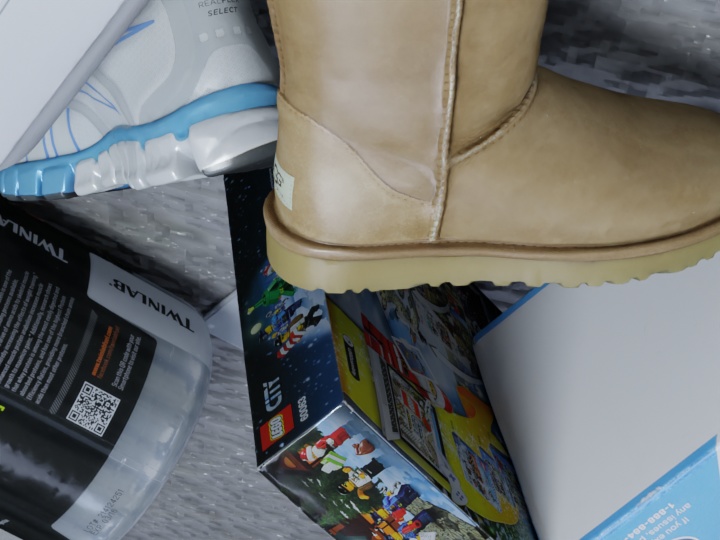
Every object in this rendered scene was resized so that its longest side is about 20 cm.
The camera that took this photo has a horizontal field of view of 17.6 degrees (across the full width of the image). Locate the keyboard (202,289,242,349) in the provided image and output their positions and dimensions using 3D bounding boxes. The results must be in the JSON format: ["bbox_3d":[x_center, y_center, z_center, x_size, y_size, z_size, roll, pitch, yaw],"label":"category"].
[{"bbox_3d":[0.000,0.000,0.941,0.056,0.011,0.200,32,146,-15],"label":"keyboard"}]

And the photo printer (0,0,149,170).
[{"bbox_3d":[-0.135,-0.121,0.682,0.166,0.069,0.200,32,149,-11],"label":"photo printer"}]

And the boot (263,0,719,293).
[{"bbox_3d":[0.051,-0.089,0.683,0.175,0.066,0.200,-9,127,-16],"label":"boot"}]

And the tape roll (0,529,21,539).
[{"bbox_3d":[-0.245,0.174,1.151,0.139,0.203,0.203,22,149,-7],"label":"tape roll"}]

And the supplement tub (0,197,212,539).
[{"bbox_3d":[-0.171,0.026,0.952,0.200,0.123,0.123,31,147,-23],"label":"supplement tub"}]

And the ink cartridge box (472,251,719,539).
[{"bbox_3d":[0.159,0.075,0.826,0.129,0.125,0.200,-39,125,16],"label":"ink cartridge box"}]

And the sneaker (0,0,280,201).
[{"bbox_3d":[-0.078,-0.071,0.816,0.075,0.087,0.200,-14,-176,-29],"label":"sneaker"}]

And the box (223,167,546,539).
[{"bbox_3d":[0.014,0.040,0.809,0.038,0.200,0.137,-37,118,15],"label":"box"}]
